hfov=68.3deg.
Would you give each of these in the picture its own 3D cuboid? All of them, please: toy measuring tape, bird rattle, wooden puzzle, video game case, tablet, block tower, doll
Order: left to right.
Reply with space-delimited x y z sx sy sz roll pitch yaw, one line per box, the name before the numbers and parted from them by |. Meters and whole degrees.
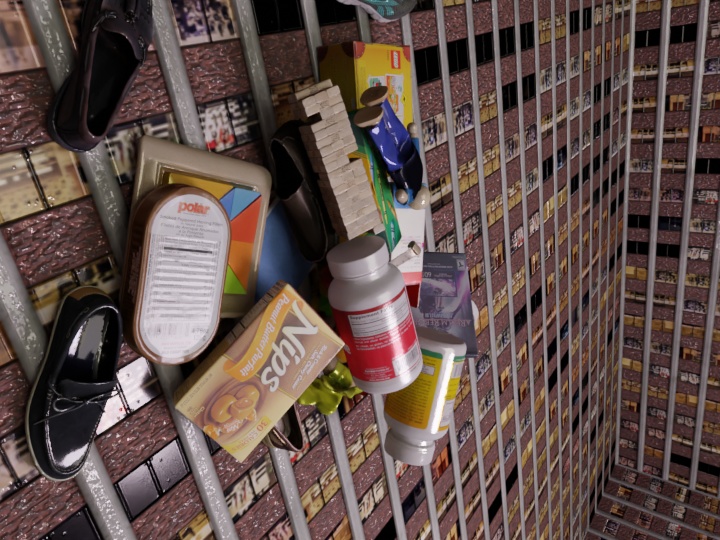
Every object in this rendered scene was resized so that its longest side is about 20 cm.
wooden puzzle | -0.189 -0.044 0.647 0.183 0.037 0.205 6 90 -48
tablet | -0.118 -0.022 0.774 0.202 0.013 0.131 -58 137 -26
block tower | -0.031 -0.137 0.689 0.057 0.054 0.203 -27 110 -17
bird rattle | -0.015 0.141 0.871 0.198 0.111 0.167 -16 89 -49
toy measuring tape | 0.000 0.000 0.828 0.198 0.074 0.074 -34 137 12
doll | 0.058 -0.161 0.750 0.201 0.048 0.139 54 41 -45
video game case | 0.136 0.059 0.973 0.019 0.139 0.204 108 -17 -62

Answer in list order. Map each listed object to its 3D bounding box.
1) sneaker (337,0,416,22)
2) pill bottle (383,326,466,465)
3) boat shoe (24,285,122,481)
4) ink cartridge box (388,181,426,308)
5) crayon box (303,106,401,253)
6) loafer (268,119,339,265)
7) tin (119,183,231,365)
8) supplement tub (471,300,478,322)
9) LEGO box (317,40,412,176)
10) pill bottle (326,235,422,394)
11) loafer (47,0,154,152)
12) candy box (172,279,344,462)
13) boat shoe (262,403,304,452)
sneaker | 0.042 -0.442 0.831 0.198 0.090 0.079 -19 113 -48
pill bottle | 0.099 0.203 0.867 0.112 0.111 0.205 5 99 -51
boat shoe | -0.290 0.119 0.546 0.074 0.061 0.205 13 88 -53
ink cartridge box | 0.048 -0.045 0.888 0.066 0.116 0.205 -2 99 -29
crayon box | -0.021 -0.123 0.775 0.058 0.116 0.204 -50 130 -54
loafer | -0.088 -0.098 0.729 0.071 0.072 0.204 -35 114 -52
tin | -0.203 0.006 0.597 0.111 0.041 0.205 4 96 -51
supplement tub | 0.135 0.141 1.024 0.202 0.142 0.145 -57 136 -27
LEGO box | 0.015 -0.250 0.845 0.148 0.076 0.205 -21 113 -48
pill bottle | 0.017 0.061 0.752 0.112 0.111 0.204 -36 120 -41
loafer | -0.246 -0.213 0.533 0.071 0.062 0.204 27 76 -50
candy box | -0.128 0.126 0.684 0.200 0.055 0.116 -48 110 -12
boat shoe | -0.122 0.178 0.761 0.072 0.071 0.204 -32 121 -43
